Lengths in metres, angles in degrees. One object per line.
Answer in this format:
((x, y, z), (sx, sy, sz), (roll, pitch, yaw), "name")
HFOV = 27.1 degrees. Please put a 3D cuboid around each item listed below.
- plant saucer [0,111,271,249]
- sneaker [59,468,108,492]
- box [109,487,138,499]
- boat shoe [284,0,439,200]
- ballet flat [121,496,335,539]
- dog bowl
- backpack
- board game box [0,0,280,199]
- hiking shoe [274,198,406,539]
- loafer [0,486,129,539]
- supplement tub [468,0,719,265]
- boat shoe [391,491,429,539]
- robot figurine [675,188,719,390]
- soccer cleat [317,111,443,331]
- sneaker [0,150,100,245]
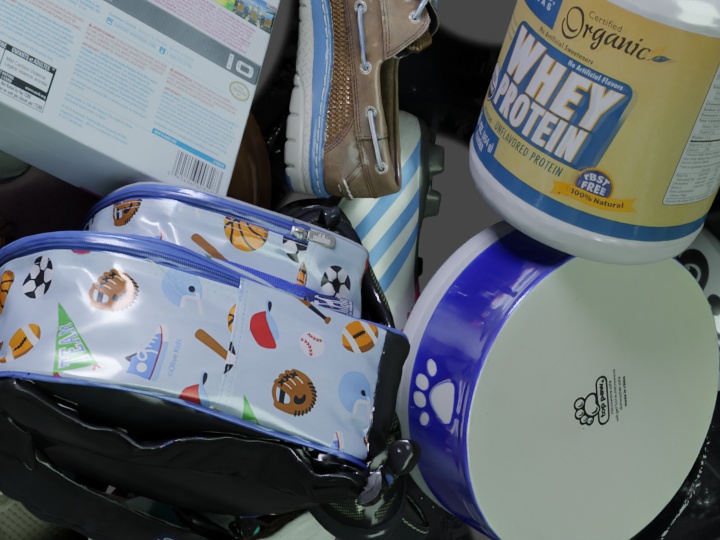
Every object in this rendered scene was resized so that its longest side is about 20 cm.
((-0.144, -0.036, 0.857), (0.198, 0.032, 0.202), (-11, 119, -20), "plant saucer")
((-0.221, 0.087, 0.865), (0.080, 0.071, 0.200), (-45, 133, 1), "sneaker")
((-0.128, 0.191, 0.959), (0.200, 0.040, 0.137), (-46, 140, 3), "box")
((0.006, -0.138, 0.817), (0.072, 0.072, 0.202), (9, 107, 11), "boat shoe")
((-0.074, 0.159, 0.858), (0.199, 0.069, 0.070), (-5, 121, -53), "ballet flat")
((0.120, 0.070, 0.903), (0.198, 0.079, 0.203), (-10, 108, -30), "dog bowl")
((-0.091, 0.045, 0.706), (0.189, 0.156, 0.200), (14, 153, -27), "backpack")
((-0.116, -0.145, 0.734), (0.147, 0.064, 0.202), (27, 69, -33), "board game box")
((-0.015, 0.062, 0.821), (0.075, 0.101, 0.202), (-13, 96, -8), "hiking shoe")
((-0.163, 0.160, 0.842), (0.200, 0.068, 0.076), (38, 96, -33), "loafer")
((0.152, -0.121, 0.822), (0.143, 0.145, 0.202), (1, 124, -25), "supplement tub")
((-0.008, 0.118, 0.975), (0.060, 0.076, 0.200), (-41, 126, 7), "boat shoe")
((0.273, 0.008, 1.019), (0.198, 0.151, 0.126), (-17, 135, -17), "robot figurine")
((0.000, 0.000, 0.915), (0.085, 0.070, 0.202), (2, 106, -6), "soccer cleat")
((-0.181, -0.011, 0.798), (0.114, 0.076, 0.202), (5, 103, -21), "sneaker")
